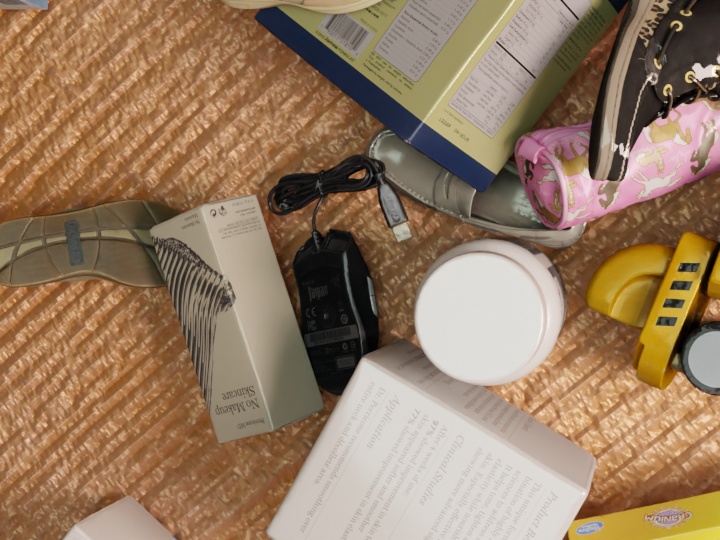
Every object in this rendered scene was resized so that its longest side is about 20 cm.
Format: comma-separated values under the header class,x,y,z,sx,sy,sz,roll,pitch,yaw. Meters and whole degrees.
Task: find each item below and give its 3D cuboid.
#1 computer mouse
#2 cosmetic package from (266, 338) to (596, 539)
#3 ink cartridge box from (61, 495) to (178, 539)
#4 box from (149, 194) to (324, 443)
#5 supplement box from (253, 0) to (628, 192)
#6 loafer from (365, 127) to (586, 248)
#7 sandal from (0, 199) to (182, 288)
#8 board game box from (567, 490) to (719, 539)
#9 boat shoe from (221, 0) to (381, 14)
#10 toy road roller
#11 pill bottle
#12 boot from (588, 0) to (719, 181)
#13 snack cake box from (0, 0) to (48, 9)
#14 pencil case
class,x,y,z,sx,sy,sz,roll,pitch,yaw
computer mouse,0.000,0.000,1.047,0.140,0.046,0.201,-20,81,38
cosmetic package,0.063,0.182,0.992,0.200,0.166,0.168,31,98,10
ink cartridge box,-0.242,0.326,1.080,0.128,0.125,0.200,40,98,8
box,-0.108,0.042,1.058,0.082,0.068,0.201,-20,88,42
supplement box,0.065,-0.211,0.965,0.200,0.134,0.200,43,100,32
loafer,0.096,-0.074,1.027,0.199,0.070,0.070,20,95,10
sandal,-0.240,-0.020,1.102,0.199,0.054,0.081,-4,86,-6
board game box,0.282,0.249,0.977,0.199,0.040,0.153,-15,119,12
boat shoe,-0.048,-0.239,0.920,0.199,0.065,0.072,5,79,33
toy road roller,0.270,0.000,0.971,0.146,0.123,0.201,23,97,21
pill bottle,0.104,0.031,0.962,0.113,0.200,0.114,0,91,12
boot,0.256,-0.137,0.897,0.150,0.073,0.201,18,62,7
snack cake box,-0.348,-0.344,1.114,0.114,0.067,0.201,3,92,12
pencil case,0.222,-0.099,0.963,0.199,0.083,0.087,-22,89,-10
